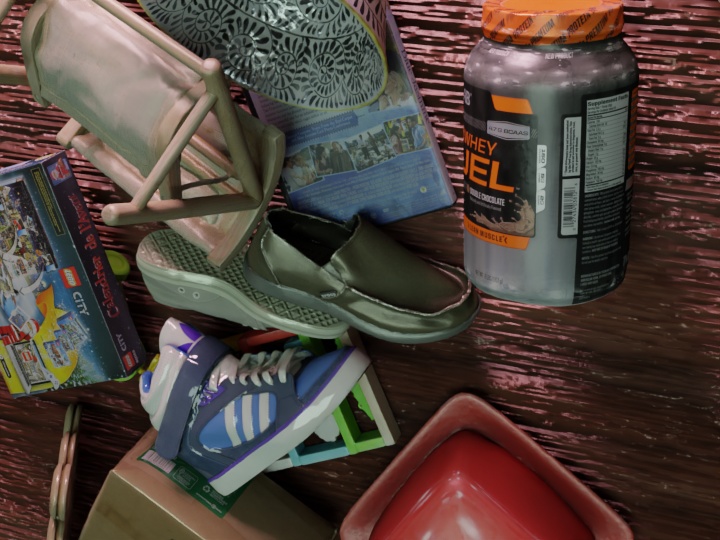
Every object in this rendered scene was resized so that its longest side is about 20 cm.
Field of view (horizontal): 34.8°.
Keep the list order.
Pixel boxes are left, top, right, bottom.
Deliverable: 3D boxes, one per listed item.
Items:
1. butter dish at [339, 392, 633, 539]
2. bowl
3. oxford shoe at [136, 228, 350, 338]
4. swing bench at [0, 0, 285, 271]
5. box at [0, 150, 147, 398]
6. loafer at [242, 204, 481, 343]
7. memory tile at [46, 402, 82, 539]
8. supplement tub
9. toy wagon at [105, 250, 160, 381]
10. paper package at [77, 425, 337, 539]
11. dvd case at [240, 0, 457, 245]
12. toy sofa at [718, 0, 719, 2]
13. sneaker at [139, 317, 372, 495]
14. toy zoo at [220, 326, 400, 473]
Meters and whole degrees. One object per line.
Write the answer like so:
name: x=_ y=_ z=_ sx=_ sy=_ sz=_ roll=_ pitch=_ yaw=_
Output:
butter dish: x=0.090 y=0.242 z=0.938 sx=0.200 sy=0.148 sz=0.200 roll=40 pitch=111 yaw=3
bowl: x=-0.056 y=-0.208 z=0.810 sx=0.199 sy=0.095 sz=0.201 roll=22 pitch=162 yaw=7
oxford shoe: x=-0.098 y=0.018 z=0.978 sx=0.198 sy=0.076 sz=0.058 roll=15 pitch=135 yaw=14
swing bench: x=-0.174 y=-0.120 z=0.871 sx=0.198 sy=0.200 sz=0.130 roll=36 pitch=92 yaw=18
box: x=-0.285 y=0.008 z=1.016 sx=0.135 sy=0.038 sz=0.202 roll=-11 pitch=107 yaw=25
loafer: x=0.000 y=0.000 z=0.912 sx=0.197 sy=0.076 sz=0.070 roll=13 pitch=133 yaw=8
memory tile: x=-0.288 y=0.242 z=1.101 sx=0.017 sy=0.154 sz=0.202 roll=6 pitch=115 yaw=-10
supplement tub: x=0.132 y=-0.087 z=0.810 sx=0.121 sy=0.123 sz=0.202 roll=6 pitch=112 yaw=19
toy wagon: x=-0.270 y=0.039 z=1.068 sx=0.199 sy=0.040 sz=0.156 roll=39 pitch=120 yaw=3
paper package: x=-0.151 y=0.262 z=1.066 sx=0.199 sy=0.104 sz=0.191 roll=35 pitch=127 yaw=5
dvd case: x=-0.019 y=-0.128 z=0.913 sx=0.141 sy=0.018 sz=0.202 roll=-14 pitch=106 yaw=26
toy sofa: x=0.301 y=-0.243 z=0.713 sx=0.082 sy=0.098 sz=0.201 roll=23 pitch=121 yaw=-17
sneaker: x=-0.103 y=0.086 z=0.960 sx=0.200 sy=0.081 sz=0.147 roll=-41 pitch=93 yaw=28
toy zoo: x=-0.075 y=0.115 z=1.033 sx=0.198 sy=0.020 sz=0.132 roll=-16 pitch=105 yaw=26
